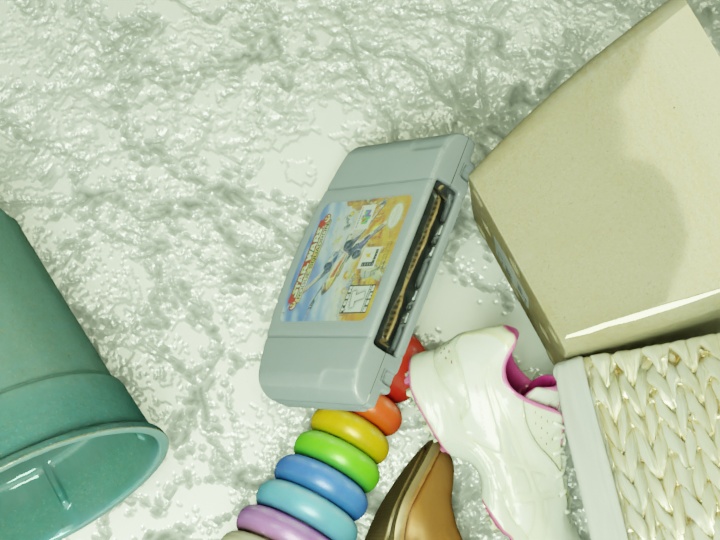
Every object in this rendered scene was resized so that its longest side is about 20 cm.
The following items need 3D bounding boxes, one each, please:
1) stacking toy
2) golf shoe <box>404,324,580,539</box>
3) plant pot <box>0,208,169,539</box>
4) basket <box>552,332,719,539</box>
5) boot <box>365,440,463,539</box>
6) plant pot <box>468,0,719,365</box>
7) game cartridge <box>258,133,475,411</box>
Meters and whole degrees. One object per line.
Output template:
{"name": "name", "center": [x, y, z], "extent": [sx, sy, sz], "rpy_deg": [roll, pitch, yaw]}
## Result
{"name": "stacking toy", "center": [-0.017, 0.126, 1.239], "extent": [0.085, 0.085, 0.200], "rpy_deg": [26, 73, 5]}
{"name": "golf shoe", "center": [0.113, 0.127, 1.216], "extent": [0.091, 0.075, 0.200], "rpy_deg": [-32, 100, 10]}
{"name": "plant pot", "center": [-0.258, 0.074, 1.194], "extent": [0.200, 0.200, 0.196], "rpy_deg": [-27, 70, -7]}
{"name": "basket", "center": [0.212, 0.154, 1.164], "extent": [0.123, 0.136, 0.200], "rpy_deg": [-15, 62, 11]}
{"name": "boot", "center": [0.078, 0.219, 1.211], "extent": [0.155, 0.077, 0.200], "rpy_deg": [24, 45, -9]}
{"name": "plant pot", "center": [0.182, -0.033, 1.223], "extent": [0.177, 0.200, 0.200], "rpy_deg": [-29, 78, -1]}
{"name": "game cartridge", "center": [0.000, 0.000, 1.240], "extent": [0.042, 0.133, 0.200], "rpy_deg": [33, 69, -35]}
